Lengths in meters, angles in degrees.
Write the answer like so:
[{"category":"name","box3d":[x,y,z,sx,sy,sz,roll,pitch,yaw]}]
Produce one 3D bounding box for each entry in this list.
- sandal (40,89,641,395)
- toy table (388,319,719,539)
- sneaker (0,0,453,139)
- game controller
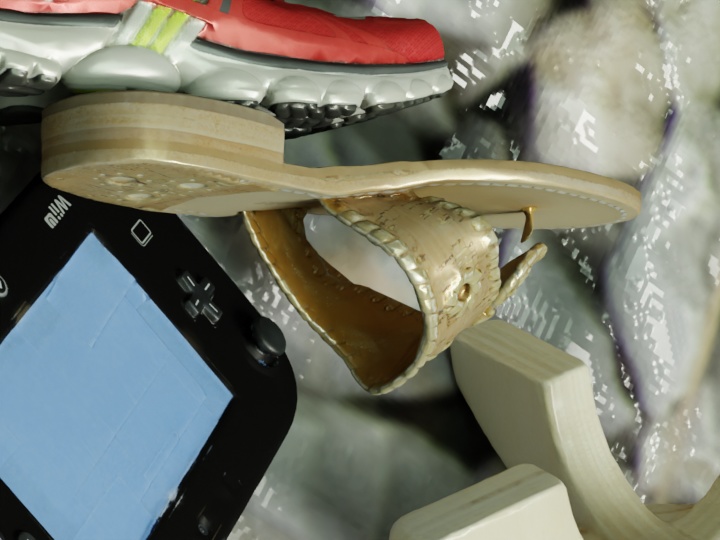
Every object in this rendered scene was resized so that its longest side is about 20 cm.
[{"category":"sandal","box3d":[-0.004,0.001,0.822,0.211,0.078,0.070,9,76,-41]},{"category":"toy table","box3d":[0.095,0.094,0.857,0.200,0.184,0.117,-28,123,-39]},{"category":"sneaker","box3d":[-0.055,-0.083,0.802,0.200,0.077,0.085,6,80,-35]},{"category":"game controller","box3d":[-0.075,0.039,0.749,0.104,0.042,0.200,58,25,-15]}]
